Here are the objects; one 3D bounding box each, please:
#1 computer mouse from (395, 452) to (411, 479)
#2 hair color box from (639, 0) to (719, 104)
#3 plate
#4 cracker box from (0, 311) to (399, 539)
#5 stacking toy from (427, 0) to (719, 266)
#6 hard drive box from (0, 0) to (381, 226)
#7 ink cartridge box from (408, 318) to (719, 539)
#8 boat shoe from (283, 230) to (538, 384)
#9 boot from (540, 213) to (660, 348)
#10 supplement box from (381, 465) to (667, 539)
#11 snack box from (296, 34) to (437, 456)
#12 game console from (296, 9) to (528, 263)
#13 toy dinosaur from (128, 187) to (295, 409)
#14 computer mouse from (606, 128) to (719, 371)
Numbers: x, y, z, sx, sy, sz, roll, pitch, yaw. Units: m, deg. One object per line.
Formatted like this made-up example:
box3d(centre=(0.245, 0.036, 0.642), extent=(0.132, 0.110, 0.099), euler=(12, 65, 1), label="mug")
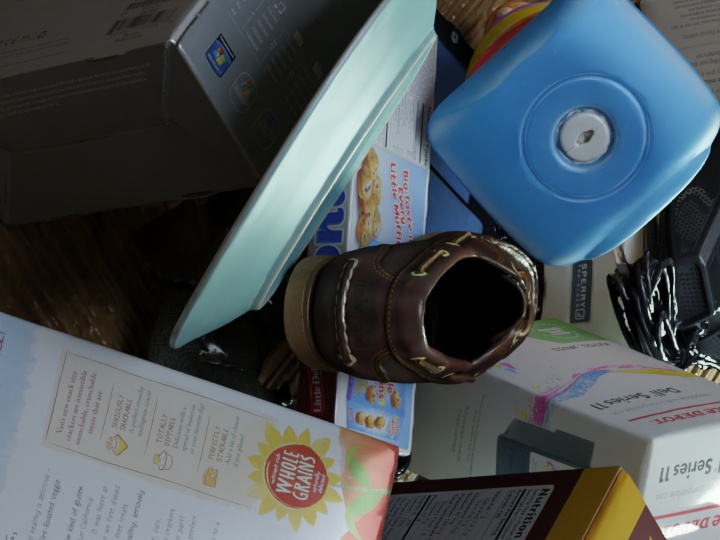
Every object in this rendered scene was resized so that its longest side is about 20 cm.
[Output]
box3d(centre=(0.000, 0.000, 1.366), extent=(0.059, 0.034, 0.201), euler=(-20, 99, -52), label="computer mouse")
box3d(centre=(0.222, -0.060, 1.636), extent=(0.060, 0.100, 0.201), euler=(-2, 86, -52), label="hair color box")
box3d(centre=(-0.015, -0.046, 1.196), extent=(0.026, 0.200, 0.200), euler=(34, 51, 1), label="plate")
box3d(centre=(-0.095, 0.110, 1.199), extent=(0.199, 0.058, 0.135), euler=(20, 67, -16), label="cracker box")
box3d(centre=(0.090, -0.093, 1.427), extent=(0.110, 0.116, 0.200), euler=(45, 8, -19), label="stacking toy")
box3d(centre=(-0.070, -0.118, 1.253), extent=(0.077, 0.155, 0.200), euler=(57, 47, -27), label="hard drive box")
box3d(centre=(0.125, 0.086, 1.383), extent=(0.117, 0.199, 0.068), euler=(-6, 111, -46), label="ink cartridge box")
box3d(centre=(0.041, 0.019, 1.297), extent=(0.200, 0.070, 0.071), euler=(-11, 98, -63), label="boat shoe")
box3d(centre=(0.134, 0.043, 1.538), extent=(0.090, 0.072, 0.201), euler=(29, 66, -54), label="boot")
box3d(centre=(0.057, 0.210, 1.317), extent=(0.198, 0.199, 0.133), euler=(58, 46, -26), label="supplement box")
box3d(centre=(0.004, -0.019, 1.327), extent=(0.072, 0.024, 0.201), euler=(20, 71, -59), label="snack box")
box3d(centre=(0.023, -0.053, 1.452), extent=(0.200, 0.031, 0.178), euler=(45, 53, -37), label="game console")
box3d(centre=(-0.065, 0.044, 1.314), extent=(0.102, 0.077, 0.201), euler=(12, 79, -36), label="toy dinosaur")
box3d(centre=(0.178, -0.014, 1.526), extent=(0.200, 0.052, 0.139), euler=(-59, 139, -35), label="computer mouse")
